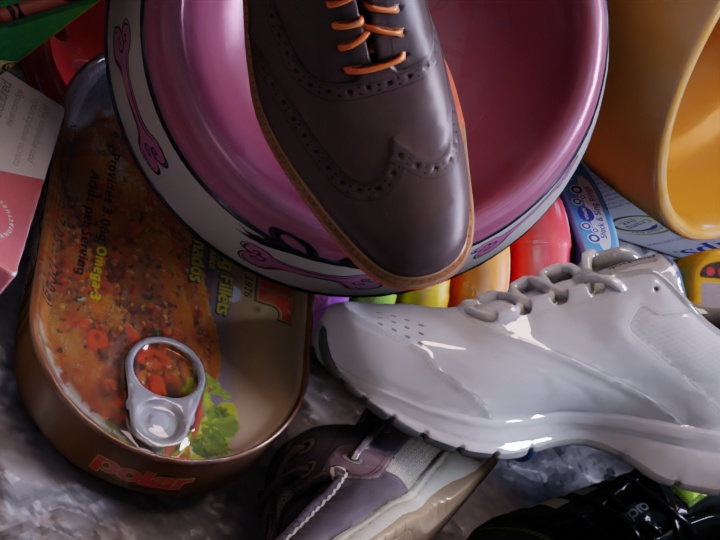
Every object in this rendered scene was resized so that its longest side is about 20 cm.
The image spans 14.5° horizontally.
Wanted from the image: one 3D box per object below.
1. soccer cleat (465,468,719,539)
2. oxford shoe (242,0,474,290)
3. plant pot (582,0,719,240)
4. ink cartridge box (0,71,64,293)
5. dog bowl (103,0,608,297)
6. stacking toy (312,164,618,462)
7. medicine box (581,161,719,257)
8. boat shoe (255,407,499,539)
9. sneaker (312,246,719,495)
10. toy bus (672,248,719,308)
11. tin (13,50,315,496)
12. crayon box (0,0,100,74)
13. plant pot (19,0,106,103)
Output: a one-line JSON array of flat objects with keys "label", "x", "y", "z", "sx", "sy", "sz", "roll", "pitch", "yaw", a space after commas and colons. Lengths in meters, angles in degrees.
[{"label": "soccer cleat", "x": 0.106, "y": 0.109, "z": 1.178, "sx": 0.068, "sy": 0.081, "sz": 0.200, "roll": 51, "pitch": 31, "yaw": 17}, {"label": "oxford shoe", "x": -0.008, "y": -0.088, "z": 0.992, "sx": 0.073, "sy": 0.071, "sz": 0.201, "roll": 180, "pitch": -112, "yaw": -82}, {"label": "plant pot", "x": 0.127, "y": -0.145, "z": 1.247, "sx": 0.183, "sy": 0.201, "sz": 0.200, "roll": 36, "pitch": 25, "yaw": 28}, {"label": "ink cartridge box", "x": -0.216, "y": -0.062, "z": 1.041, "sx": 0.200, "sy": 0.068, "sz": 0.117, "roll": 32, "pitch": 32, "yaw": -17}, {"label": "dog bowl", "x": 0.005, "y": -0.090, "z": 1.069, "sx": 0.200, "sy": 0.200, "sz": 0.074, "roll": 38, "pitch": -6, "yaw": -6}, {"label": "stacking toy", "x": 0.000, "y": 0.000, "z": 1.202, "sx": 0.199, "sy": 0.110, "sz": 0.116, "roll": 9, "pitch": 40, "yaw": -22}, {"label": "medicine box", "x": 0.156, "y": -0.114, "z": 1.430, "sx": 0.200, "sy": 0.103, "sz": 0.183, "roll": 16, "pitch": 70, "yaw": -37}, {"label": "boat shoe", "x": -0.009, "y": 0.092, "z": 1.085, "sx": 0.065, "sy": 0.072, "sz": 0.200, "roll": 39, "pitch": 27, "yaw": 10}, {"label": "sneaker", "x": 0.079, "y": 0.028, "z": 1.101, "sx": 0.199, "sy": 0.087, "sz": 0.075, "roll": 8, "pitch": 20, "yaw": -16}, {"label": "toy bus", "x": 0.161, "y": 0.034, "z": 1.250, "sx": 0.065, "sy": 0.079, "sz": 0.200, "roll": 3, "pitch": -4, "yaw": -6}, {"label": "tin", "x": -0.073, "y": -0.003, "z": 1.107, "sx": 0.112, "sy": 0.042, "sz": 0.200, "roll": 13, "pitch": 52, "yaw": -11}, {"label": "crayon box", "x": -0.127, "y": -0.180, "z": 1.086, "sx": 0.058, "sy": 0.119, "sz": 0.200, "roll": 34, "pitch": 35, "yaw": -37}, {"label": "plant pot", "x": -0.072, "y": -0.168, "z": 1.221, "sx": 0.200, "sy": 0.201, "sz": 0.183, "roll": 16, "pitch": 33, "yaw": -37}]
